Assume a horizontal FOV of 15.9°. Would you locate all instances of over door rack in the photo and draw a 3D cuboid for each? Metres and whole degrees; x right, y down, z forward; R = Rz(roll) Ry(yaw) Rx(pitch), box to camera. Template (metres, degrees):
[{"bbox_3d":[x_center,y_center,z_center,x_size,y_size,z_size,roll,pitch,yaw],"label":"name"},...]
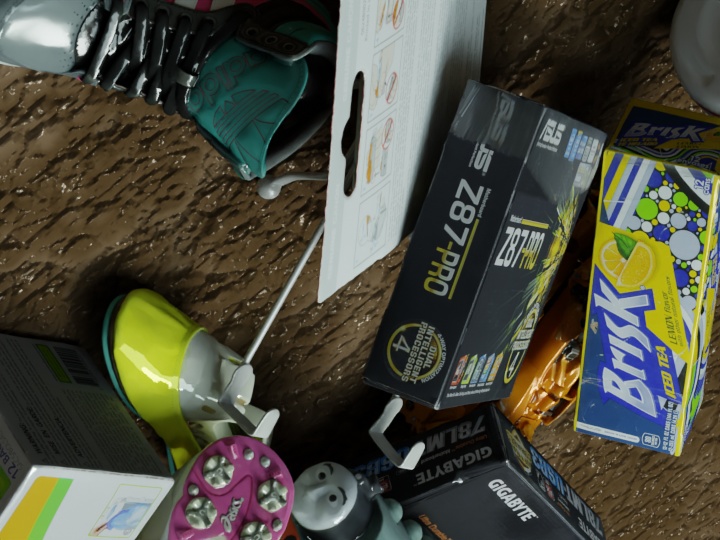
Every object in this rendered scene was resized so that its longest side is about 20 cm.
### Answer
[{"bbox_3d":[0.000,0.000,1.434,0.147,0.066,0.201,15,97,-49],"label":"over door rack"}]

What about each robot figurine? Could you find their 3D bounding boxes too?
[{"bbox_3d":[0.117,0.029,1.592,0.145,0.058,0.200,18,116,-46],"label":"robot figurine"}]

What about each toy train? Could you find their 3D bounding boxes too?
[{"bbox_3d":[-0.012,0.179,1.511,0.114,0.085,0.200,-31,141,5],"label":"toy train"}]

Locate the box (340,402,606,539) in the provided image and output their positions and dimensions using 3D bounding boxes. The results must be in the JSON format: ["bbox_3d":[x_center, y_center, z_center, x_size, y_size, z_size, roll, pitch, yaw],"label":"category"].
[{"bbox_3d":[0.036,0.174,1.628,0.198,0.050,0.200,-21,148,15],"label":"box"}]

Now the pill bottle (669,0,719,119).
[{"bbox_3d":[0.272,-0.108,1.541,0.112,0.112,0.200,-45,145,8],"label":"pill bottle"}]

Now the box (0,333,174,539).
[{"bbox_3d":[-0.209,0.145,1.377,0.101,0.113,0.200,11,122,-47],"label":"box"}]

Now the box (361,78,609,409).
[{"bbox_3d":[0.068,-0.011,1.357,0.200,0.049,0.162,8,101,-76],"label":"box"}]

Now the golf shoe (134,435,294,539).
[{"bbox_3d":[-0.108,0.181,1.393,0.075,0.091,0.200,37,76,-16],"label":"golf shoe"}]

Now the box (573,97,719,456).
[{"bbox_3d":[0.171,0.006,1.498,0.064,0.070,0.201,-57,155,-52],"label":"box"}]

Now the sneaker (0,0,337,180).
[{"bbox_3d":[-0.083,-0.097,1.221,0.199,0.121,0.084,-6,133,-38],"label":"sneaker"}]

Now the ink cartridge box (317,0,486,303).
[{"bbox_3d":[0.008,-0.092,1.256,0.200,0.047,0.161,-40,139,-59],"label":"ink cartridge box"}]

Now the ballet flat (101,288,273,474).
[{"bbox_3d":[-0.087,0.073,1.442,0.200,0.067,0.067,72,30,-56],"label":"ballet flat"}]
